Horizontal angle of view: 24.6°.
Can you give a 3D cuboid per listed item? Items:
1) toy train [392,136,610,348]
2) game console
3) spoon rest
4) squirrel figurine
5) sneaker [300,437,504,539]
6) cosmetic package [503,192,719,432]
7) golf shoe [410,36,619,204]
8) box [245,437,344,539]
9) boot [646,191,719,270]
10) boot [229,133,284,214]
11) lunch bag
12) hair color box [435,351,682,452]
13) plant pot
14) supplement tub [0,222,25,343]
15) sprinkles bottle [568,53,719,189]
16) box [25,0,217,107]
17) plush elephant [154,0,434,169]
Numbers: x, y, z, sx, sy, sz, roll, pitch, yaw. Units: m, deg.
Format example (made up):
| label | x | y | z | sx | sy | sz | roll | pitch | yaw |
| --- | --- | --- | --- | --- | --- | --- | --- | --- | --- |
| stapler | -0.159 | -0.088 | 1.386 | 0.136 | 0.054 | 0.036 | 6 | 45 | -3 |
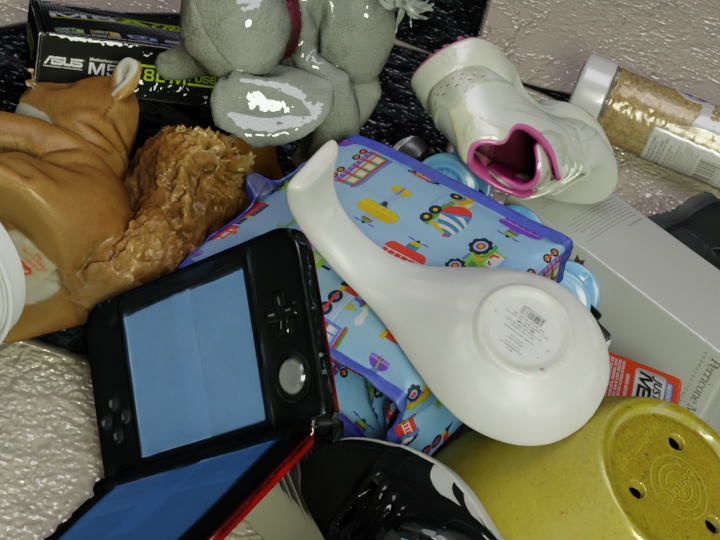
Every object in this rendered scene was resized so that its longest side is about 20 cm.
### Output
| label | x | y | z | sx | sy | sz | roll | pitch | yaw |
| --- | --- | --- | --- | --- | --- | --- | --- | --- | --- |
| toy train | 0.075 | 0.004 | 1.115 | 0.200 | 0.114 | 0.087 | 47 | 14 | 6 |
| game console | -0.118 | 0.080 | 0.897 | 0.118 | 0.199 | 0.174 | 2 | 74 | -46 |
| spoon rest | 0.045 | 0.014 | 0.881 | 0.200 | 0.061 | 0.099 | 39 | 63 | 8 |
| squirrel figurine | -0.170 | -0.051 | 1.080 | 0.198 | 0.142 | 0.187 | 14 | 38 | 6 |
| sneaker | 0.022 | 0.132 | 0.820 | 0.200 | 0.073 | 0.112 | 35 | 1 | 38 |
| cosmetic package | 0.186 | 0.027 | 1.169 | 0.200 | 0.108 | 0.085 | 39 | 42 | 26 |
| golf shoe | 0.110 | -0.074 | 1.084 | 0.199 | 0.075 | 0.092 | 25 | 36 | -44 |
| box | -0.037 | 0.116 | 1.006 | 0.082 | 0.069 | 0.200 | -23 | 54 | -41 |
| boot | 0.303 | 0.032 | 1.240 | 0.200 | 0.066 | 0.164 | 40 | 32 | 20 |
| boot | -0.051 | -0.026 | 1.180 | 0.143 | 0.071 | 0.202 | 26 | 42 | 0 |
| lunch bag | 0.000 | 0.000 | 0.978 | 0.200 | 0.094 | 0.150 | 37 | 61 | 25 |
| hair color box | 0.091 | 0.090 | 1.054 | 0.199 | 0.111 | 0.064 | 22 | 39 | 3 |
| plant pot | 0.133 | 0.149 | 0.905 | 0.199 | 0.142 | 0.201 | 17 | 49 | -21 |
| supplement tub | -0.295 | 0.042 | 0.931 | 0.145 | 0.146 | 0.200 | 26 | 39 | 10 |
| sprinkles bottle | 0.274 | -0.118 | 1.406 | 0.199 | 0.069 | 0.068 | 23 | 39 | 5 |
| box | -0.151 | -0.162 | 1.250 | 0.198 | 0.048 | 0.193 | 6 | 16 | -14 |
| plush elephant | -0.060 | -0.151 | 1.062 | 0.154 | 0.200 | 0.166 | -7 | 80 | -29 |
